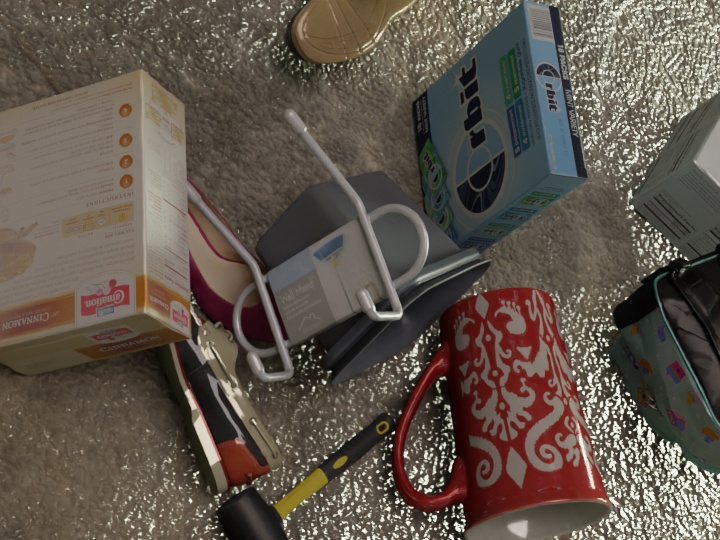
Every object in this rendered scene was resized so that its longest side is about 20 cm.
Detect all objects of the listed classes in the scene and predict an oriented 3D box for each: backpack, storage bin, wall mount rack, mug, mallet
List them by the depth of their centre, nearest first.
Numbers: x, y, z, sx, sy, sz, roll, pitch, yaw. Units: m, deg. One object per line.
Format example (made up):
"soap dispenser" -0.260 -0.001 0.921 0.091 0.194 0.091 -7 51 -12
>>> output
"wall mount rack" -0.052 -0.017 1.151 0.074 0.199 0.176 3 61 -58
"mallet" -0.043 0.169 1.237 0.066 0.041 0.200 51 50 -6
"storage bin" 0.000 0.000 1.266 0.135 0.146 0.200 49 24 11
"mug" 0.122 0.125 1.293 0.176 0.133 0.202 7 62 -33
"backpack" 0.350 0.095 1.422 0.174 0.154 0.201 -17 69 -32

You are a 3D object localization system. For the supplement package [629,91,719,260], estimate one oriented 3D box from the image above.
"supplement package" 0.417 -0.074 1.561 0.200 0.111 0.156 43 55 -8

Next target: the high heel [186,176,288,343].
"high heel" -0.113 -0.015 1.237 0.200 0.096 0.068 42 55 -7

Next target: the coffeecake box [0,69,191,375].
"coffeecake box" -0.216 -0.035 1.147 0.073 0.152 0.203 38 44 -60

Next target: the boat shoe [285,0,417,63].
"boat shoe" -0.011 -0.253 1.421 0.200 0.064 0.072 -45 115 -38

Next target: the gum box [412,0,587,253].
"gum box" 0.123 -0.123 1.356 0.044 0.200 0.172 5 67 -28

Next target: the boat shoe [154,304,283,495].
"boat shoe" -0.126 0.080 1.199 0.062 0.071 0.202 -21 86 -16
